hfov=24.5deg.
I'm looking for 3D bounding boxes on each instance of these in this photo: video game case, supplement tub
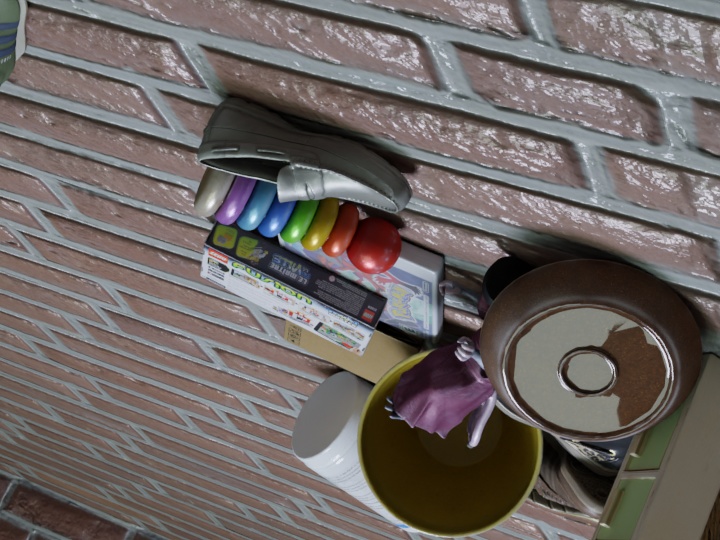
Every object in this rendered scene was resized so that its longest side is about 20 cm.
[{"bbox_3d":[0.000,0.000,1.703,0.181,0.023,0.200,23,161,12],"label":"video game case"},{"bbox_3d":[0.026,0.232,2.100,0.199,0.133,0.131,36,159,-27],"label":"supplement tub"}]

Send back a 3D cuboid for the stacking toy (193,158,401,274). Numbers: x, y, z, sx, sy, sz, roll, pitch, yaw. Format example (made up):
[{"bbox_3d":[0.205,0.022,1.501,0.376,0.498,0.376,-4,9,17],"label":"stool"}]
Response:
[{"bbox_3d":[-0.054,-0.051,1.563,0.199,0.086,0.085,26,161,-12],"label":"stacking toy"}]

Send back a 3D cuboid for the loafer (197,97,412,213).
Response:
[{"bbox_3d":[-0.050,-0.088,1.469,0.198,0.070,0.070,21,160,17],"label":"loafer"}]

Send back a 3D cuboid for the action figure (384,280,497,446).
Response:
[{"bbox_3d":[0.121,0.092,1.591,0.149,0.135,0.200,38,124,-20],"label":"action figure"}]

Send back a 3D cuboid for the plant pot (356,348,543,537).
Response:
[{"bbox_3d":[0.104,0.177,1.817,0.198,0.202,0.142,24,-172,6],"label":"plant pot"}]

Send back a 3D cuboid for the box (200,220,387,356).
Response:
[{"bbox_3d":[-0.073,0.019,1.758,0.199,0.035,0.110,27,160,1],"label":"box"}]

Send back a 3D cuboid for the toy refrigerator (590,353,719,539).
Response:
[{"bbox_3d":[0.285,0.179,1.522,0.070,0.201,0.076,32,161,-18],"label":"toy refrigerator"}]

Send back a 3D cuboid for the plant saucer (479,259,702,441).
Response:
[{"bbox_3d":[0.202,0.082,1.470,0.198,0.035,0.202,6,127,8],"label":"plant saucer"}]

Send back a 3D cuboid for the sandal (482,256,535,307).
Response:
[{"bbox_3d":[0.201,0.053,1.509,0.199,0.076,0.045,32,150,-9],"label":"sandal"}]

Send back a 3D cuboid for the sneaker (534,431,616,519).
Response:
[{"bbox_3d":[0.227,0.223,1.773,0.070,0.076,0.200,11,-159,-16],"label":"sneaker"}]

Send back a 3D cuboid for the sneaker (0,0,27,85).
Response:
[{"bbox_3d":[-0.352,-0.212,1.511,0.067,0.090,0.200,26,161,3],"label":"sneaker"}]

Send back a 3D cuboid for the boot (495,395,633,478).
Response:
[{"bbox_3d":[0.216,0.120,1.658,0.200,0.073,0.151,40,153,1],"label":"boot"}]

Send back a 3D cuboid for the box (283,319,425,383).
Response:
[{"bbox_3d":[-0.011,0.078,1.917,0.162,0.021,0.200,25,160,4],"label":"box"}]

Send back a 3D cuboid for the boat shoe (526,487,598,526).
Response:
[{"bbox_3d":[0.247,0.259,1.918,0.198,0.073,0.068,20,158,11],"label":"boat shoe"}]

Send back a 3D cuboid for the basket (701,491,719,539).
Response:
[{"bbox_3d":[0.297,0.253,1.674,0.148,0.202,0.143,5,152,31],"label":"basket"}]
